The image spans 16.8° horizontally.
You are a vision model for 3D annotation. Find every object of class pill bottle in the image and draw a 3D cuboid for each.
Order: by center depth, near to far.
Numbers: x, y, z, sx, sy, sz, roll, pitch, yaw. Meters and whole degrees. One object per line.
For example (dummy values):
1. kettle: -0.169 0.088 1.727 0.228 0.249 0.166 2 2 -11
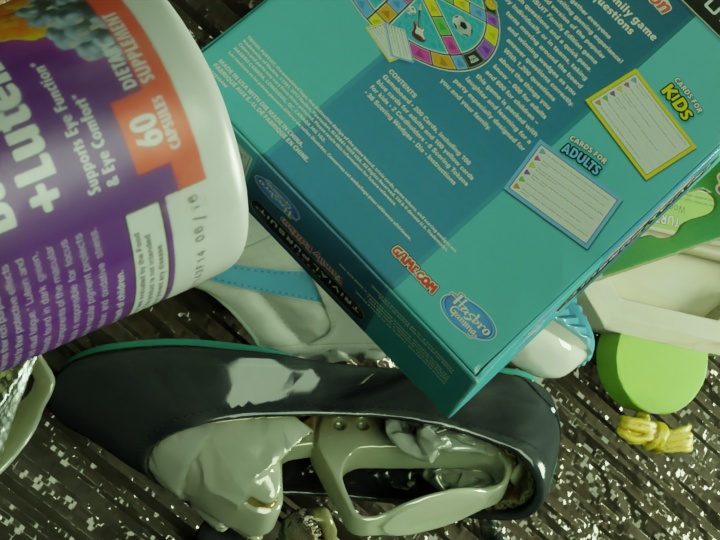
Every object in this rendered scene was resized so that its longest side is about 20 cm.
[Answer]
1. pill bottle: -0.146 -0.015 0.787 0.199 0.111 0.112 -25 101 -21

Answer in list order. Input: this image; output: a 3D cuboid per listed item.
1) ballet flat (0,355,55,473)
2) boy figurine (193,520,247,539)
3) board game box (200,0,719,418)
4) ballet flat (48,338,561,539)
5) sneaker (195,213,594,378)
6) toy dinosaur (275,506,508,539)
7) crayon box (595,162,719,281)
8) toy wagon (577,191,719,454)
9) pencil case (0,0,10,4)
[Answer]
1. ballet flat: -0.131 0.011 0.891 0.072 0.072 0.201 31 72 -24
2. boy figurine: -0.116 0.166 0.897 0.199 0.064 0.125 -29 115 -27
3. board game box: 0.052 -0.069 0.887 0.200 0.047 0.151 -41 82 -23
4. ballet flat: -0.018 0.067 0.920 0.198 0.073 0.074 4 88 -12
5. sneaker: 0.000 0.000 0.952 0.199 0.077 0.081 24 112 -20
6. toy dinosaur: 0.040 0.158 0.990 0.088 0.047 0.201 -35 106 -8
7. crayon box: 0.093 -0.104 0.970 0.125 0.052 0.201 -18 75 -25
8. toy wagon: 0.131 -0.023 1.040 0.154 0.040 0.202 12 85 -26
9. pencil case: -0.116 -0.147 0.888 0.087 0.083 0.200 46 70 -19
